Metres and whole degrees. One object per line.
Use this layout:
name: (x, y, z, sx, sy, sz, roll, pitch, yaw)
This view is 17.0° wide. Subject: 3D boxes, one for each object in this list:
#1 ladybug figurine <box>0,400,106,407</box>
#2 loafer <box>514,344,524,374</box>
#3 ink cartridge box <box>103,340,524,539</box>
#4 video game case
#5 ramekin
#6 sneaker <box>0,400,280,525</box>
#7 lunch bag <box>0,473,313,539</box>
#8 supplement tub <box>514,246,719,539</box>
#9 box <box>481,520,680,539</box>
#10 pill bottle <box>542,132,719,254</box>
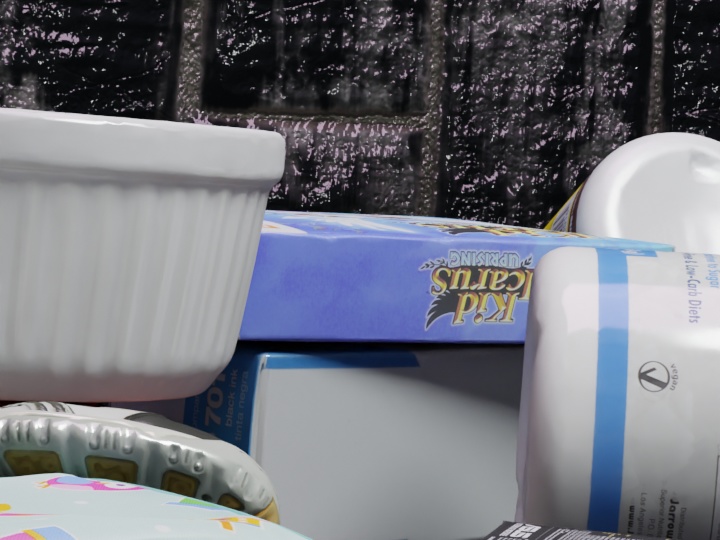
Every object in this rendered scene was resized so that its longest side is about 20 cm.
ladybug figurine: (-0.145, 0.075, 0.827, 0.199, 0.072, 0.136, 5, 4, 24)
loafer: (0.056, 0.076, 1.067, 0.075, 0.069, 0.200, 5, -13, -22)
ink cartridge box: (-0.048, 0.063, 1.017, 0.146, 0.086, 0.199, 0, 6, -40)
video game case: (0.000, 0.000, 1.011, 0.199, 0.046, 0.181, 2, 5, -28)
ramekin: (-0.128, -0.009, 0.841, 0.201, 0.095, 0.202, 3, 2, 0)
sneaker: (-0.118, 0.062, 0.712, 0.199, 0.076, 0.088, -3, 22, 10)
lunch bag: (-0.113, 0.091, 0.562, 0.199, 0.078, 0.160, 2, -1, -37)
supplement tub: (0.156, 0.061, 0.854, 0.199, 0.133, 0.132, 3, 4, 2)
box: (0.091, 0.112, 0.642, 0.157, 0.050, 0.200, 5, 4, 15)
pill bottle: (0.120, 0.025, 1.137, 0.109, 0.110, 0.200, 2, -25, -18)
